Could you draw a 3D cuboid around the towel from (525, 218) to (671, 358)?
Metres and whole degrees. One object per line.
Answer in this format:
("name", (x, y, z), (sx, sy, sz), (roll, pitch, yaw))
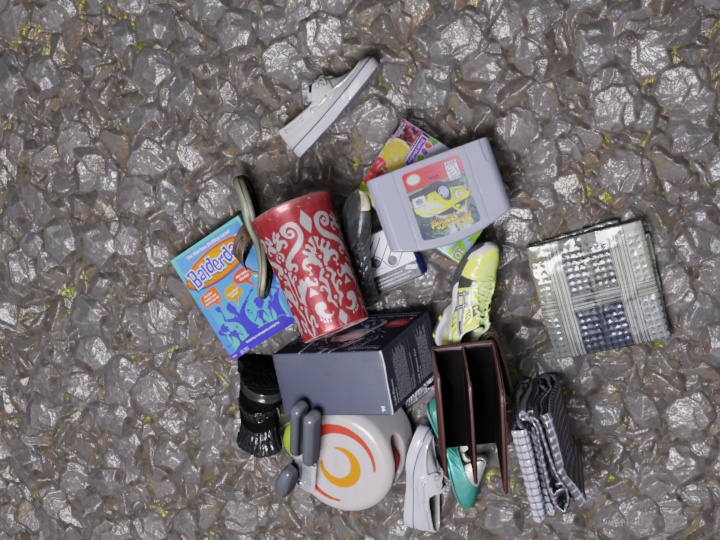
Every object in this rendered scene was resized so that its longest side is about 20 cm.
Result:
("towel", (0.373, 0.028, 1.641), (0.190, 0.035, 0.203), (-13, 102, 18))

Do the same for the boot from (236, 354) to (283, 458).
("boot", (-0.163, 0.239, 1.726), (0.078, 0.211, 0.161), (0, 100, -9))

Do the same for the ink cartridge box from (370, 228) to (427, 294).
("ink cartridge box", (0.000, 0.000, 1.706), (0.198, 0.044, 0.095), (-24, 95, 17))

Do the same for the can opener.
("can opener", (-0.093, 0.286, 1.627), (0.052, 0.066, 0.202), (30, 135, 22))

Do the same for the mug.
("mug", (-0.066, -0.002, 1.614), (0.132, 0.177, 0.203), (-22, 84, 7))

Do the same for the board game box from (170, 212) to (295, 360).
("board game box", (-0.204, 0.027, 1.759), (0.151, 0.045, 0.201), (-32, 94, 18))

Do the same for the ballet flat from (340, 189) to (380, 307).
("ballet flat", (0.002, -0.035, 1.636), (0.056, 0.066, 0.203), (-12, 120, -22))

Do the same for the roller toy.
("roller toy", (-0.008, 0.289, 1.729), (0.200, 0.140, 0.182), (49, 119, 1))

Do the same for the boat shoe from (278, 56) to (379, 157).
("boat shoe", (-0.055, -0.271, 1.644), (0.070, 0.071, 0.200), (44, 115, -3))

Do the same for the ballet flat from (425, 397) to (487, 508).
("ballet flat", (0.170, 0.300, 1.726), (0.070, 0.067, 0.203), (-16, 98, 27))

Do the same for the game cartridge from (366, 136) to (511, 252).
("game cartridge", (0.122, -0.107, 1.585), (0.197, 0.041, 0.135), (-21, 91, 1))

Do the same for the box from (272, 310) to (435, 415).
("box", (-0.004, 0.144, 1.645), (0.197, 0.182, 0.106), (-5, 105, 29))

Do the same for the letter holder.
("letter holder", (0.168, 0.232, 1.586), (0.099, 0.143, 0.202), (-6, 123, 1))

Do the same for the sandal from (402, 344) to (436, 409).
("sandal", (0.118, 0.160, 1.716), (0.075, 0.048, 0.201), (43, 108, -1))

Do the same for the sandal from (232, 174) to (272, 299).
("sandal", (-0.181, -0.050, 1.681), (0.056, 0.080, 0.204), (-15, 83, 2))

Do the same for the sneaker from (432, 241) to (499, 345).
("sneaker", (0.180, 0.050, 1.614), (0.076, 0.075, 0.202), (45, 129, 44))

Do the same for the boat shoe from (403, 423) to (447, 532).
("boat shoe", (0.114, 0.348, 1.744), (0.064, 0.074, 0.203), (13, 122, 22))

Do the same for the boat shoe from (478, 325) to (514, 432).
("boat shoe", (0.208, 0.185, 1.682), (0.072, 0.063, 0.203), (-15, 106, -7))

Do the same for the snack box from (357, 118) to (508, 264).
("snack box", (0.110, -0.123, 1.629), (0.199, 0.053, 0.143), (33, 91, 3))

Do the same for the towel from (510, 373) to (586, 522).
("towel", (0.293, 0.268, 1.624), (0.084, 0.200, 0.168), (-13, 101, 14))
